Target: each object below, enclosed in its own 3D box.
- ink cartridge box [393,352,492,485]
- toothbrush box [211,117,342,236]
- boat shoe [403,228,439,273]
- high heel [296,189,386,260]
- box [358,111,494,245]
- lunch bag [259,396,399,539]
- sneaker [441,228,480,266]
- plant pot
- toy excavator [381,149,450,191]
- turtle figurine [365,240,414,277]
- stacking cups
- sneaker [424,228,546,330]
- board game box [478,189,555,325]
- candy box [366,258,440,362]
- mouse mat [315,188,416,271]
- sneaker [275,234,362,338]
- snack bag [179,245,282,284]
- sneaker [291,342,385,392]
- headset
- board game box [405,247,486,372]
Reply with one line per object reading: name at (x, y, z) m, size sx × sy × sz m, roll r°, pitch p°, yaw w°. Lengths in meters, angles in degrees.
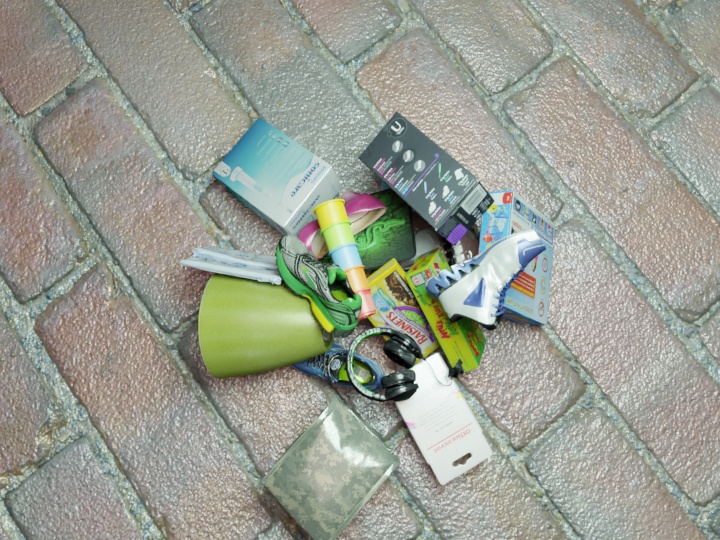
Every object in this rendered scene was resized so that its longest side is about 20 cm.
ink cartridge box at (0.140, 0.266, 1.091) m, size 0.116 × 0.067 × 0.202 m, roll -28°, pitch 79°, yaw -4°
toothbrush box at (-0.158, -0.172, 1.148) m, size 0.199 × 0.085 × 0.147 m, roll 35°, pitch 81°, yaw 22°
boat shoe at (0.101, 0.011, 1.141) m, size 0.073 × 0.065 × 0.203 m, roll 20°, pitch 80°, yaw 5°
high heel at (-0.042, -0.060, 1.073) m, size 0.095 × 0.068 × 0.200 m, roll 25°, pitch 63°, yaw 41°
box at (0.112, -0.155, 1.023) m, size 0.106 × 0.122 × 0.200 m, roll -48°, pitch 65°, yaw 9°
lunch bag at (-0.048, 0.345, 1.055) m, size 0.164 × 0.118 × 0.200 m, roll 43°, pitch 87°, yaw 9°
sneaker at (0.223, -0.047, 1.154) m, size 0.114 × 0.076 × 0.203 m, roll -12°, pitch 90°, yaw -7°
plant pot at (-0.149, 0.094, 1.050) m, size 0.197 × 0.187 × 0.190 m, roll -1°, pitch 79°, yaw 11°
toy excavator at (0.067, -0.148, 1.164) m, size 0.192 × 0.100 × 0.203 m, roll 17°, pitch 88°, yaw 5°
turtle figurine at (0.000, 0.000, 1.130) m, size 0.198 × 0.101 × 0.151 m, roll -30°, pitch 49°, yaw 9°
stacking cups at (-0.026, -0.016, 1.018) m, size 0.060 × 0.061 × 0.203 m, roll -16°, pitch 81°, yaw -2°
sneaker at (0.211, 0.027, 0.953) m, size 0.198 × 0.080 × 0.116 m, roll -29°, pitch 76°, yaw 17°
board game box at (0.281, -0.017, 1.082) m, size 0.055 × 0.199 × 0.199 m, roll 0°, pitch 76°, yaw 39°
candy box at (0.074, 0.081, 1.083) m, size 0.102 × 0.027 × 0.201 m, roll -35°, pitch 119°, yaw 8°
mouse mat at (0.001, -0.069, 1.102) m, size 0.197 × 0.008 × 0.163 m, roll -14°, pitch 60°, yaw 16°
sneaker at (-0.063, 0.009, 0.982) m, size 0.200 × 0.086 × 0.078 m, roll 46°, pitch 39°, yaw 21°
snack bag at (-0.215, -0.014, 1.088) m, size 0.185 × 0.200 × 0.022 m, roll 11°, pitch 98°, yaw 3°
sneaker at (-0.050, 0.165, 1.101) m, size 0.197 × 0.089 × 0.080 m, roll 15°, pitch 79°, yaw 9°
headset at (0.074, 0.163, 1.033) m, size 0.197 × 0.094 × 0.125 m, roll 9°, pitch 71°, yaw -6°
board game box at (0.156, 0.071, 1.077) m, size 0.047 × 0.102 × 0.202 m, roll -23°, pitch 101°, yaw 27°
